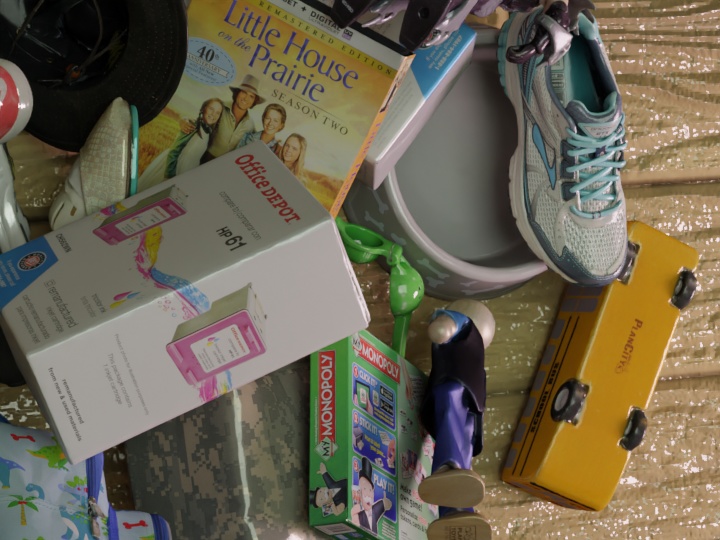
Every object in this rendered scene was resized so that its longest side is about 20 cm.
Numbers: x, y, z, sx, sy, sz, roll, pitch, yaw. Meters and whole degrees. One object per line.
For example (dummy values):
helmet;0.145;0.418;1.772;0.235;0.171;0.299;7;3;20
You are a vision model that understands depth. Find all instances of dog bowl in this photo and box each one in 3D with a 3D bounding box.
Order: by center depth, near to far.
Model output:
dog bowl;0.084;-0.079;1.664;0.200;0.059;0.201;1;88;-24

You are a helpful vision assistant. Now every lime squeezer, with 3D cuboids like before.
lime squeezer;0.000;0.000;1.630;0.200;0.071;0.038;56;37;-12

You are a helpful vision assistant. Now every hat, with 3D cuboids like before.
hat;-0.193;-0.181;1.528;0.201;0.200;0.081;51;32;-13

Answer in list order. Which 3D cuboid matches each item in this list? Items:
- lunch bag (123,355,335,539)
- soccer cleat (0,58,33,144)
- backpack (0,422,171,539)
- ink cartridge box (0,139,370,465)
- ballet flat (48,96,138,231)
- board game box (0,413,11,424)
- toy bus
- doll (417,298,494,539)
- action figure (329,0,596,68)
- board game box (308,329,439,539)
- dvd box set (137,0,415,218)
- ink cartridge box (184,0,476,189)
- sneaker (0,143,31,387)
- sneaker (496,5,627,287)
lunch bag;-0.056;0.136;1.559;0.200;0.117;0.164;-5;85;-56
soccer cleat;-0.294;-0.073;1.444;0.200;0.073;0.068;-25;85;23
backpack;-0.195;0.199;1.409;0.147;0.183;0.200;11;42;-22
ink cartridge box;-0.113;0.014;1.429;0.200;0.145;0.085;-24;119;-11
ballet flat;-0.173;-0.013;1.519;0.062;0.067;0.200;-2;114;-10
board game box;-0.279;0.150;1.508;0.200;0.045;0.152;46;73;-16
toy bus;0.171;0.067;1.683;0.065;0.078;0.200;24;79;-19
doll;0.064;0.093;1.571;0.048;0.200;0.137;-4;130;8
action figure;0.072;-0.184;1.528;0.200;0.130;0.069;-18;138;-53
board game box;0.020;0.124;1.559;0.200;0.029;0.135;39;46;-59
dvd box set;-0.071;-0.085;1.535;0.146;0.029;0.200;29;107;7
ink cartridge box;-0.036;-0.162;1.585;0.200;0.068;0.115;36;79;7
sneaker;-0.255;-0.020;1.521;0.084;0.074;0.200;-12;93;-4
sneaker;0.144;-0.086;1.610;0.077;0.086;0.200;-15;93;-22
